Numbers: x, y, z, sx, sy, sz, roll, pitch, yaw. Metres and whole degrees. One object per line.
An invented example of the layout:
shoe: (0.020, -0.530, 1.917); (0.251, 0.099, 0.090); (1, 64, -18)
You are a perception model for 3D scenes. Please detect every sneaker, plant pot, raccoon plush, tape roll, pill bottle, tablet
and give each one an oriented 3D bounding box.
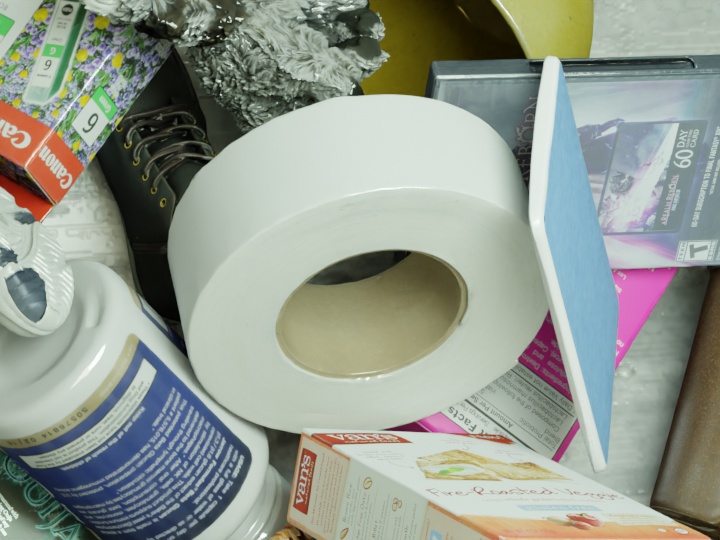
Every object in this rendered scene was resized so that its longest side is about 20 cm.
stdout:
sneaker: (-0.108, -0.074, 1.641); (0.074, 0.106, 0.201); (-18, 87, -18)
plant pot: (0.273, 0.075, 1.699); (0.199, 0.200, 0.199); (21, 84, -13)
raccoon plush: (-0.076, -0.111, 1.609); (0.199, 0.134, 0.097); (23, 49, -10)
sneaker: (-0.244, 0.004, 1.547); (0.199, 0.079, 0.130); (42, 104, 26)
tape roll: (0.000, 0.000, 1.542); (0.201, 0.203, 0.071); (-1, 48, -17)
plant pot: (0.058, -0.144, 1.674); (0.200, 0.200, 0.142); (50, 49, -5)
pill bottle: (-0.120, 0.094, 1.580); (0.111, 0.111, 0.200); (-55, 129, -16)
tablet: (0.114, -0.001, 1.543); (0.014, 0.200, 0.131); (-5, 45, 14)

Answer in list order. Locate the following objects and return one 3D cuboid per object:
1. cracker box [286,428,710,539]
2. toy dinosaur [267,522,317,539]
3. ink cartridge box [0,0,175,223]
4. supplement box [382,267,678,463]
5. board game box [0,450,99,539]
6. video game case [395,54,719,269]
cracker box: (0.068, 0.135, 1.505); (0.133, 0.200, 0.058); (4, 100, -33)
toy dinosaur: (-0.005, 0.179, 1.617); (0.199, 0.102, 0.136); (7, 71, -35)
ink cartridge box: (-0.197, -0.095, 1.614); (0.109, 0.050, 0.200); (28, 76, 29)
supplement box: (0.095, 0.032, 1.690); (0.103, 0.101, 0.200); (38, 74, -11)
board game box: (-0.188, 0.193, 1.619); (0.135, 0.028, 0.200); (-37, 93, -19)
video game case: (0.126, -0.057, 1.594); (0.199, 0.143, 0.019); (-3, 42, -14)
